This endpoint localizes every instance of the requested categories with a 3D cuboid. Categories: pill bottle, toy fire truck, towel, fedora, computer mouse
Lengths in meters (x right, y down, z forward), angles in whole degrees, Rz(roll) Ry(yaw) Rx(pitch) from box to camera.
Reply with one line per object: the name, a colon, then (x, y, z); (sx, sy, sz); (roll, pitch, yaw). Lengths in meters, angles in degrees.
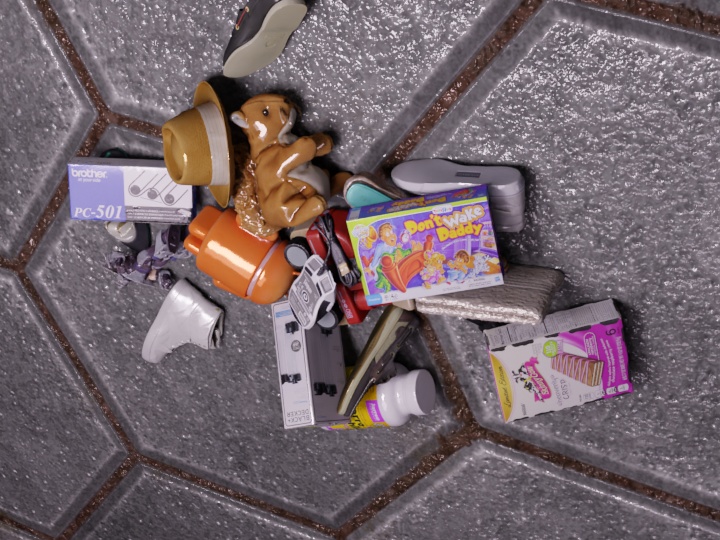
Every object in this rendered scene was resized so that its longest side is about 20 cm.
pill bottle: (0.021, 0.208, 1.856); (0.198, 0.104, 0.105); (-9, 119, 31)
toy fire truck: (0.000, 0.000, 1.704); (0.198, 0.129, 0.177); (-9, 118, 30)
towel: (0.186, 0.031, 1.632); (0.198, 0.133, 0.035); (7, 122, 23)
fedora: (-0.246, -0.183, 1.661); (0.081, 0.201, 0.202); (-10, 130, -20)
computer mouse: (-0.056, 0.013, 1.646); (0.110, 0.044, 0.200); (59, 147, 19)

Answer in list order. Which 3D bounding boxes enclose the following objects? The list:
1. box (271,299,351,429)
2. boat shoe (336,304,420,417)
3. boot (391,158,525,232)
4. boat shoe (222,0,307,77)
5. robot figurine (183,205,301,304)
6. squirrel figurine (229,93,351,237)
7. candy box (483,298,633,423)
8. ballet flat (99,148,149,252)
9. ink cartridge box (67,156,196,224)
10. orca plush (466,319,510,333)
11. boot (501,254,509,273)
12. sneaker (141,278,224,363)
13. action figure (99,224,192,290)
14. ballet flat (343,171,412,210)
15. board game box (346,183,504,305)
box: (-0.078, 0.150, 1.794); (0.060, 0.116, 0.203); (-13, 80, 29)
boat shoe: (0.031, 0.147, 1.771); (0.066, 0.202, 0.072); (29, 172, -5)
boot: (0.140, -0.099, 1.603); (0.198, 0.074, 0.096); (9, 129, 26)
boat shoe: (-0.141, -0.343, 1.580); (0.201, 0.073, 0.064); (-41, 64, 50)
robot figurine: (-0.182, -0.022, 1.789); (0.199, 0.117, 0.145); (31, 98, 4)
squirrel figurine: (-0.137, -0.159, 1.660); (0.199, 0.142, 0.188); (-25, 103, 34)
candy box: (0.292, 0.134, 1.650); (0.198, 0.061, 0.138); (-14, 118, 5)
ballet flat: (-0.405, -0.104, 1.871); (0.072, 0.073, 0.202); (7, 126, 21)
ink cartridge box: (-0.364, -0.128, 1.795); (0.197, 0.044, 0.095); (2, 112, 0)
orca plush: (0.221, 0.091, 1.697); (0.199, 0.071, 0.105); (37, 131, -2)
boot: (0.127, -0.043, 1.655); (0.198, 0.074, 0.076); (18, 119, 17)
sneaker: (-0.309, 0.119, 1.977); (0.115, 0.074, 0.201); (35, 130, 4)
action figure: (-0.358, -0.015, 1.889); (0.129, 0.070, 0.199); (13, 147, -44)
ballet flat: (0.067, -0.082, 1.608); (0.199, 0.067, 0.068); (35, 112, -10)
board game box: (0.092, -0.034, 1.564); (0.197, 0.045, 0.136); (-10, 115, 12)
